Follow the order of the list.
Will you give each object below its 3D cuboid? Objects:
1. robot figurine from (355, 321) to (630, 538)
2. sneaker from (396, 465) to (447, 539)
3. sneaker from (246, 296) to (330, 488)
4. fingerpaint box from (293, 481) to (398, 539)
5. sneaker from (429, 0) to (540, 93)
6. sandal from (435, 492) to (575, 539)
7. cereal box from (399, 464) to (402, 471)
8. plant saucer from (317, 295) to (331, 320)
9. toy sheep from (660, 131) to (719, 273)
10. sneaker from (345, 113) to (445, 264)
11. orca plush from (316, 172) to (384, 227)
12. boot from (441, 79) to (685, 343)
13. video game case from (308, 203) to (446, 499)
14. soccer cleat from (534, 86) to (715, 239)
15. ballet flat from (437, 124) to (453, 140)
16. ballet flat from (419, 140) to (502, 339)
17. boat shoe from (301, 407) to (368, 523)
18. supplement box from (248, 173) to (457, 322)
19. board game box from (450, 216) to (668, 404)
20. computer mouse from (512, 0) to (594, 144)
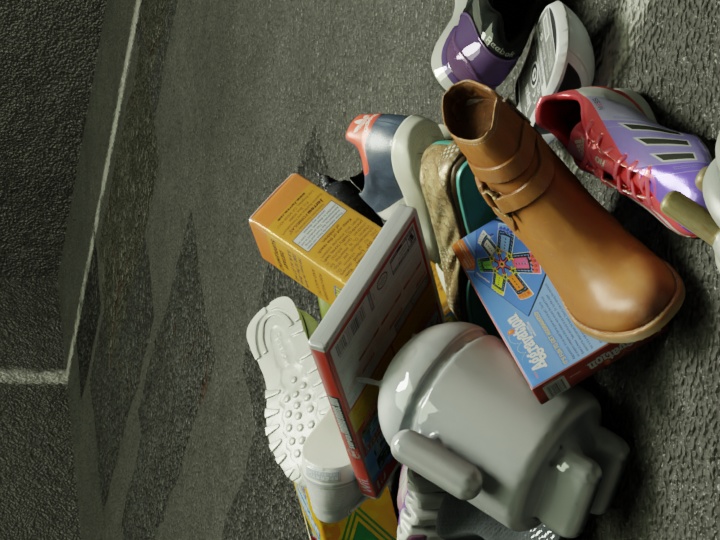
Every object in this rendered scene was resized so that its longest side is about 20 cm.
[{"bbox_3d":[0.094,0.111,1.288,0.200,0.169,0.113,32,122,26],"label":"robot figurine"},{"bbox_3d":[0.070,0.164,1.520,0.089,0.080,0.201,-98,18,-53],"label":"sneaker"},{"bbox_3d":[-0.042,0.116,1.607,0.076,0.080,0.200,-28,49,18],"label":"sneaker"},{"bbox_3d":[-0.012,0.238,1.657,0.200,0.073,0.167,-126,21,-70],"label":"fingerpaint box"},{"bbox_3d":[0.118,-0.223,1.407,0.088,0.076,0.200,-43,27,46],"label":"sneaker"},{"bbox_3d":[0.123,0.192,1.391,0.076,0.043,0.200,-65,18,-9],"label":"sandal"},{"bbox_3d":[0.056,0.068,1.630,0.144,0.039,0.200,112,155,-45],"label":"cereal box"},{"bbox_3d":[-0.007,0.071,1.658,0.200,0.031,0.201,-15,-90,-87],"label":"plant saucer"},{"bbox_3d":[0.236,-0.038,0.915,0.138,0.137,0.200,-107,31,-47],"label":"toy sheep"},{"bbox_3d":[0.039,-0.058,1.525,0.084,0.075,0.200,15,140,31],"label":"sneaker"},{"bbox_3d":[0.022,-0.027,1.636,0.105,0.071,0.200,55,-167,-32],"label":"orca plush"},{"bbox_3d":[0.128,-0.042,1.203,0.155,0.074,0.200,51,176,-33],"label":"boot"},{"bbox_3d":[0.021,0.065,1.369,0.143,0.017,0.200,-57,-31,-30],"label":"video game case"},{"bbox_3d":[0.181,-0.074,1.193,0.200,0.073,0.068,-122,39,-61],"label":"soccer cleat"},{"bbox_3d":[0.073,-0.102,1.562,0.200,0.063,0.069,136,135,-66],"label":"ballet flat"},{"bbox_3d":[0.088,-0.020,1.419,0.065,0.070,0.201,32,139,48],"label":"ballet flat"},{"bbox_3d":[0.009,0.141,1.483,0.200,0.072,0.069,-56,-29,-59],"label":"boat shoe"},{"bbox_3d":[0.000,0.000,1.519,0.200,0.069,0.067,32,158,27],"label":"supplement box"},{"bbox_3d":[0.139,0.011,1.288,0.019,0.103,0.200,58,-176,-34],"label":"board game box"},{"bbox_3d":[0.146,-0.127,1.372,0.200,0.044,0.110,110,161,-58],"label":"computer mouse"}]
